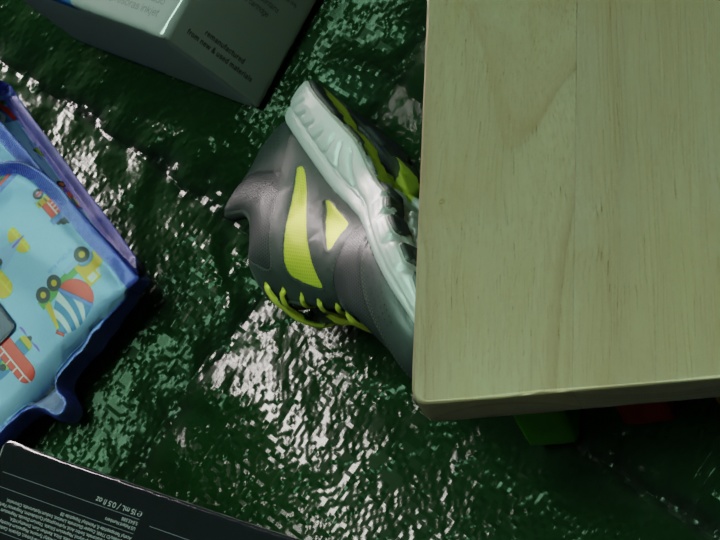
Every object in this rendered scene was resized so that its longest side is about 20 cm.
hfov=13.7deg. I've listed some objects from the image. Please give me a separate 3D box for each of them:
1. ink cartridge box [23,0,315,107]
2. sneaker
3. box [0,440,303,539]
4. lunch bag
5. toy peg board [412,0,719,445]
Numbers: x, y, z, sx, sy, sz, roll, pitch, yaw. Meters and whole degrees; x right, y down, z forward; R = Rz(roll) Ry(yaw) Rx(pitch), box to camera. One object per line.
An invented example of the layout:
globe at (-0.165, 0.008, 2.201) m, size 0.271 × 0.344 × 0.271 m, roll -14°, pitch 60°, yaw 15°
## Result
ink cartridge box at (-0.072, -0.200, 1.467) m, size 0.146 × 0.084 × 0.201 m, roll 21°, pitch 81°, yaw 42°
sneaker at (0.000, 0.000, 1.320) m, size 0.085 × 0.074 × 0.200 m, roll -49°, pitch 35°, yaw 15°
box at (-0.095, 0.172, 1.288) m, size 0.199 × 0.079 × 0.142 m, roll 15°, pitch 73°, yaw 40°
lunch bag at (-0.195, 0.008, 1.460) m, size 0.151 × 0.094 × 0.200 m, roll -46°, pitch 60°, yaw 6°
toy peg board at (0.132, -0.025, 1.231) m, size 0.198 × 0.098 × 0.201 m, roll -6°, pitch 63°, yaw 17°
